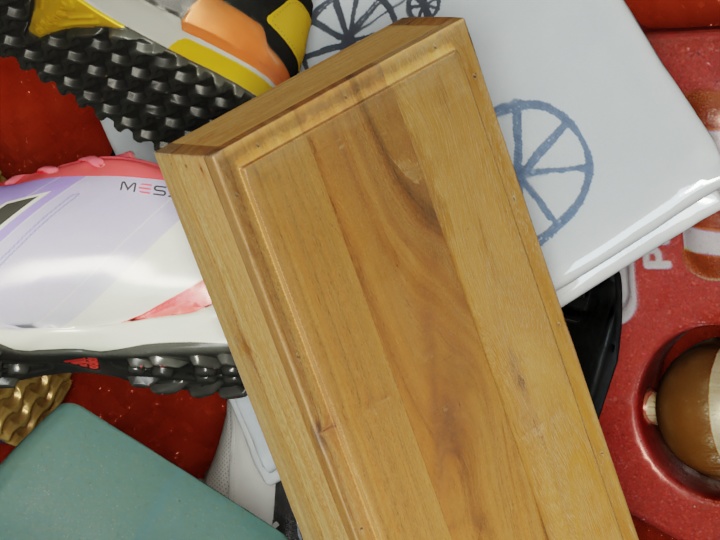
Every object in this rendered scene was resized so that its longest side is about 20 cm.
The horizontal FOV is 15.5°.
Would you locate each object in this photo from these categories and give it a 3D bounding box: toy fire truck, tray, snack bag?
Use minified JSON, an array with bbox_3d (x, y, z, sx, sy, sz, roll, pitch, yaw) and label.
[{"bbox_3d":[0.132,0.009,0.910,0.167,0.112,0.201,1,104,28],"label":"toy fire truck"},{"bbox_3d":[0.019,0.034,0.813,0.098,0.037,0.201,-30,110,-29],"label":"tray"},{"bbox_3d":[0.001,-0.058,0.895,0.188,0.021,0.201,-33,69,13],"label":"snack bag"}]

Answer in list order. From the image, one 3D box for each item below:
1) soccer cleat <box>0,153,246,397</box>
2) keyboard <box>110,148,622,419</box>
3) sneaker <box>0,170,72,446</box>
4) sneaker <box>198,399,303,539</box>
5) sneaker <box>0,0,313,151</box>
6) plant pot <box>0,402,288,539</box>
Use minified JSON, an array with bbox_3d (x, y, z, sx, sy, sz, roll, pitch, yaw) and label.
[{"bbox_3d":[-0.101,-0.003,0.845,0.199,0.068,0.074,3,73,-3],"label":"soccer cleat"},{"bbox_3d":[0.000,0.000,0.922,0.199,0.040,0.105,16,82,19],"label":"keyboard"},{"bbox_3d":[-0.173,-0.016,0.921,0.090,0.075,0.200,5,140,37],"label":"sneaker"},{"bbox_3d":[-0.073,0.119,0.952,0.114,0.075,0.201,6,106,-1],"label":"sneaker"},{"bbox_3d":[-0.096,-0.120,0.843,0.200,0.090,0.070,36,146,-27],"label":"sneaker"},{"bbox_3d":[-0.108,0.153,0.814,0.141,0.201,0.141,32,139,-13],"label":"plant pot"}]
